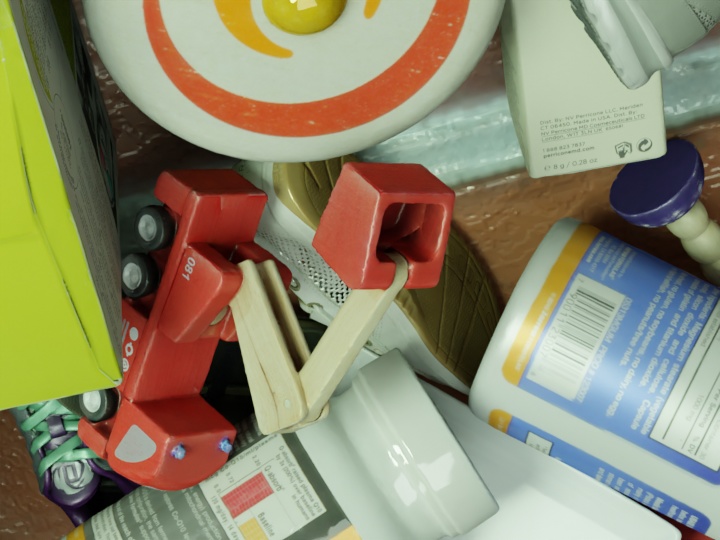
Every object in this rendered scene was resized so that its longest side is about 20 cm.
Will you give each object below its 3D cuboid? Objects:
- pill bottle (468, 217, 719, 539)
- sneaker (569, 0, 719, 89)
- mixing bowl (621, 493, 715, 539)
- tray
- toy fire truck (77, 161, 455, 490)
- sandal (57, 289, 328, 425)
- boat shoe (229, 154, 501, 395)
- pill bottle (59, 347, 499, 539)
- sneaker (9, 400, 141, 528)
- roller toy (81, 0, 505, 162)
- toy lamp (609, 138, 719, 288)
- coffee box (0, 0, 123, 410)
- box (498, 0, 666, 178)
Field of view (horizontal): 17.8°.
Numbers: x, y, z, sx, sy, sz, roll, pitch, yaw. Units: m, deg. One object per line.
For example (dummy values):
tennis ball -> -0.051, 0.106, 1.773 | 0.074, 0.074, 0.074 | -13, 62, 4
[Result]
pill bottle -> 0.163, 0.064, 1.121 | 0.200, 0.112, 0.112 | 26, 121, 9
sneaker -> 0.103, -0.171, 0.945 | 0.082, 0.075, 0.200 | -31, 133, 1
mixing bowl -> 0.161, 0.180, 1.226 | 0.108, 0.200, 0.201 | 14, 124, 7
tray -> 0.053, 0.127, 1.167 | 0.200, 0.022, 0.108 | 29, 96, 12
toy fire truck -> -0.047, 0.025, 1.020 | 0.049, 0.141, 0.200 | -3, 120, -46
sandal -> -0.092, 0.038, 1.142 | 0.201, 0.057, 0.080 | 17, 107, -46
boat shoe -> 0.000, 0.000, 1.145 | 0.069, 0.071, 0.200 | -13, 138, 34
pill bottle -> -0.040, 0.130, 1.111 | 0.200, 0.116, 0.116 | -33, 123, 1
sneaker -> -0.146, 0.063, 1.149 | 0.074, 0.088, 0.200 | -21, 125, 7
roller toy -> -0.033, -0.147, 0.982 | 0.182, 0.140, 0.200 | -24, 126, 6
toy lamp -> 0.203, 0.017, 1.184 | 0.058, 0.058, 0.200 | -33, 123, 15
coffee box -> -0.221, -0.064, 0.984 | 0.199, 0.198, 0.200 | -11, 125, 0
box -> 0.094, -0.148, 1.041 | 0.068, 0.082, 0.200 | -9, 126, 0
